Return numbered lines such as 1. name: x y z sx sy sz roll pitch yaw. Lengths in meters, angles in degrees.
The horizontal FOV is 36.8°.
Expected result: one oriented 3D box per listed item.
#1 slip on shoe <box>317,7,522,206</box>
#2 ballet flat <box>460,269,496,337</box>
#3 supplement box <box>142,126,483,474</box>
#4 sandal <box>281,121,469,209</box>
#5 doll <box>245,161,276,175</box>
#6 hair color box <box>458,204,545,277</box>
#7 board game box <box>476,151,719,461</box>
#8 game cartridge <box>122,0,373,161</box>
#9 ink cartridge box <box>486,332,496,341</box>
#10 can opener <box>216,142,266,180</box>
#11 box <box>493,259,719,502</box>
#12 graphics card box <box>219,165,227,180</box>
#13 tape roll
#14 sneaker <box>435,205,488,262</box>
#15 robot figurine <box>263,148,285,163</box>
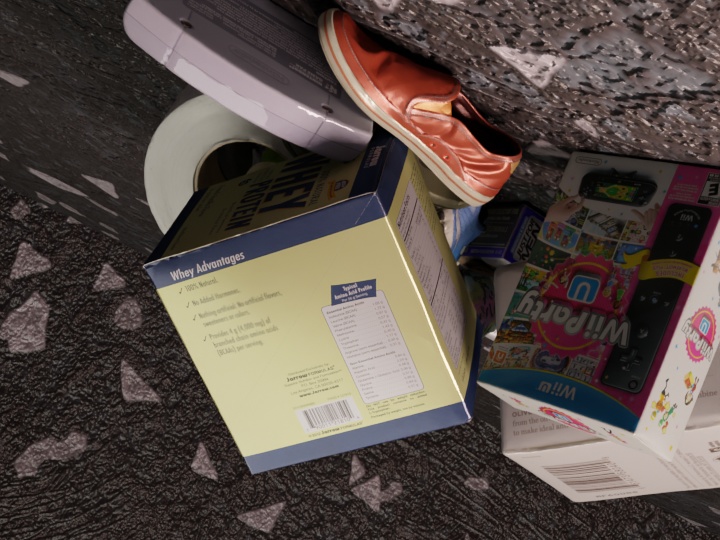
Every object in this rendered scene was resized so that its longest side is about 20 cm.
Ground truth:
1. slip on shoe: 0.047 -0.132 0.825 0.199 0.075 0.061 40 120 -20
2. ballet flat: 0.121 0.033 1.102 0.070 0.071 0.200 -4 -179 -4
3. supplement box: -0.028 0.023 0.863 0.197 0.135 0.202 -16 114 18
4. sandal: 0.027 -0.110 0.914 0.198 0.081 0.057 15 171 -21
5. doll: -0.037 -0.011 0.955 0.135 0.049 0.202 -18 114 36
6. hair color box: 0.200 0.006 1.115 0.198 0.066 0.109 32 169 -23
7. board game box: 0.194 0.020 0.807 0.146 0.203 0.064 14 165 46
8. game cartridge: -0.078 -0.161 0.811 0.198 0.041 0.134 29 -151 -16
9. ink cartridge box: 0.190 0.077 1.449 0.198 0.041 0.199 29 -179 -17
10. can opener: -0.110 -0.070 1.084 0.052 0.066 0.203 11 121 41
11. box: 0.242 0.091 0.954 0.197 0.174 0.199 -13 152 26
12. graphics card box: -0.148 -0.068 1.207 0.050 0.204 0.126 -4 166 9
13. tape roll: -0.094 -0.087 0.991 0.200 0.204 0.071 26 -147 -6
14. sneaker: 0.084 -0.033 1.058 0.079 0.088 0.201 54 157 18
15. robot figurine: -0.045 -0.068 1.156 0.198 0.116 0.176 28 161 24
